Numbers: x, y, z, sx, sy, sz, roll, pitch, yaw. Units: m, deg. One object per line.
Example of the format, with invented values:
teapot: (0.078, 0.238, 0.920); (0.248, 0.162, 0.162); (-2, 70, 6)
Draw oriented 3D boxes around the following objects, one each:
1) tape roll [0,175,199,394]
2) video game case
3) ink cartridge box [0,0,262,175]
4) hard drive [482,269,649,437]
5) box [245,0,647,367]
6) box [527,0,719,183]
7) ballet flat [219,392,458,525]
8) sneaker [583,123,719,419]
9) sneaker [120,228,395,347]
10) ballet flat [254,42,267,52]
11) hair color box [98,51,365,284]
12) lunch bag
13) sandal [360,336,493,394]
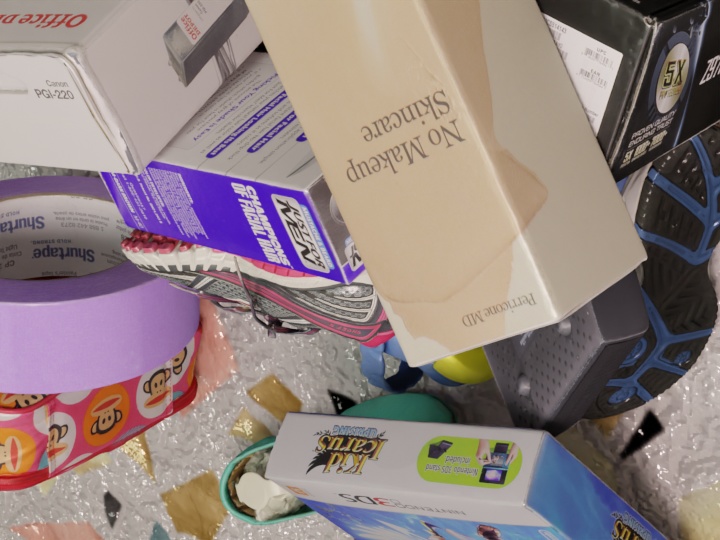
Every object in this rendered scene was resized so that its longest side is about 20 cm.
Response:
tape roll: (-0.206, 0.004, 1.063); (0.199, 0.200, 0.066); (19, 121, 33)
video game case: (0.074, 0.147, 0.915); (0.180, 0.046, 0.200); (1, 150, 41)
ink cartridge box: (-0.132, -0.150, 0.913); (0.145, 0.200, 0.085); (7, 135, 39)
hard drive: (0.087, -0.022, 0.848); (0.135, 0.042, 0.201); (113, 144, -56)
box: (0.033, -0.071, 0.688); (0.095, 0.078, 0.201); (-23, 94, 43)
box: (0.088, -0.141, 0.777); (0.199, 0.163, 0.087); (33, 127, 26)
ballet flat: (-0.022, 0.132, 1.053); (0.199, 0.070, 0.068); (-22, 94, 43)
sneaker: (0.147, -0.006, 0.862); (0.077, 0.075, 0.201); (-125, 37, -46)
sneaker: (-0.061, 0.000, 0.921); (0.199, 0.081, 0.075); (11, 130, 43)
ballet flat: (-0.107, -0.150, 1.010); (0.199, 0.057, 0.067); (1, 108, 40)
hair color box: (-0.046, -0.062, 0.871); (0.199, 0.109, 0.065); (13, 136, 48)
lunch bag: (-0.227, 0.059, 1.105); (0.175, 0.199, 0.083); (26, 123, 32)
sandal: (0.000, 0.000, 0.975); (0.201, 0.079, 0.087); (55, 136, 9)
